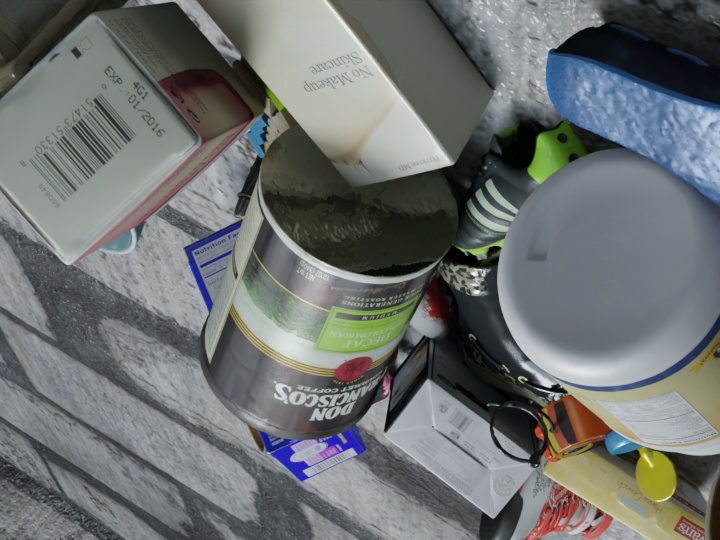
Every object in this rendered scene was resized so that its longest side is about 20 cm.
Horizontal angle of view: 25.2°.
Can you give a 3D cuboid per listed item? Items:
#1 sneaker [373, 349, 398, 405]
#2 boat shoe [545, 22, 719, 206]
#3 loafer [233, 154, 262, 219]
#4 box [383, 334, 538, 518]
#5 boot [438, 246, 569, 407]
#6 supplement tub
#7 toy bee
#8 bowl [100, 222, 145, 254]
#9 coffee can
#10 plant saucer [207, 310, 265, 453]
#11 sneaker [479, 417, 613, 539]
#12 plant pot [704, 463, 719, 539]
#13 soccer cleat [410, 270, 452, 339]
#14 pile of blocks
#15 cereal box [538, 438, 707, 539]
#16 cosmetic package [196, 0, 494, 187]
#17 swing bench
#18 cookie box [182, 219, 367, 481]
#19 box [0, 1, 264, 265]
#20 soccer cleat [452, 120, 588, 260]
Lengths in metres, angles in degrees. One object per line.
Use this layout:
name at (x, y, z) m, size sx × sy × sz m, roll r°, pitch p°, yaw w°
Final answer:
sneaker at (-0.001, 0.101, 1.572) m, size 0.095 × 0.080 × 0.200 m, roll 5°, pitch 155°, yaw -25°
boat shoe at (0.198, -0.091, 0.886) m, size 0.199 × 0.069 × 0.084 m, roll 35°, pitch 146°, yaw 20°
loafer at (-0.043, -0.015, 1.385) m, size 0.073 × 0.072 × 0.200 m, roll 7°, pitch 144°, yaw 49°
box at (0.085, 0.122, 1.348) m, size 0.116 × 0.060 × 0.200 m, roll 37°, pitch -170°, yaw -4°
boot at (0.145, 0.041, 1.214) m, size 0.203 × 0.074 × 0.154 m, roll 18°, pitch 148°, yaw 37°
supplement tub at (0.184, 0.028, 0.990) m, size 0.144 × 0.145 × 0.200 m, roll 21°, pitch 170°, yaw 35°
toy bee at (0.170, 0.095, 1.144) m, size 0.198 × 0.132 × 0.109 m, roll 8°, pitch 158°, yaw -13°
bowl at (-0.251, -0.119, 1.452) m, size 0.200 × 0.105 × 0.201 m, roll 32°, pitch 158°, yaw 15°
coffee can at (-0.028, 0.009, 1.181) m, size 0.146 × 0.146 × 0.201 m, roll 34°, pitch 138°, yaw 9°
plant saucer at (-0.116, 0.086, 1.644) m, size 0.200 × 0.035 × 0.202 m, roll 161°, pitch 90°, yaw -79°
sneaker at (0.168, 0.198, 1.374) m, size 0.108 × 0.202 × 0.067 m, roll 32°, pitch 113°, yaw -1°
plant pot at (0.363, 0.187, 1.066) m, size 0.200 × 0.187 × 0.186 m, roll 33°, pitch 163°, yaw -33°
soccer cleat at (0.000, 0.000, 1.331) m, size 0.068 × 0.085 × 0.200 m, roll 4°, pitch 141°, yaw 53°
pile of blocks at (-0.046, -0.127, 1.199) m, size 0.082 × 0.062 × 0.200 m, roll 46°, pitch 157°, yaw 23°
cereal box at (0.211, 0.168, 1.279) m, size 0.143 × 0.040 × 0.200 m, roll 31°, pitch -176°, yaw 3°
cosmetic package at (-0.015, -0.155, 1.047) m, size 0.103 × 0.073 × 0.200 m, roll -11°, pitch 128°, yaw 46°
swing bench at (-0.235, -0.204, 1.135) m, size 0.130 × 0.199 × 0.200 m, roll 39°, pitch 158°, yaw -3°
cookie box at (-0.075, 0.073, 1.441) m, size 0.171 × 0.075 × 0.201 m, roll 64°, pitch -178°, yaw -73°
box at (-0.160, -0.098, 1.093) m, size 0.109 × 0.128 × 0.200 m, roll 49°, pitch -166°, yaw -3°
soccer cleat at (0.107, -0.057, 1.103) m, size 0.082 × 0.067 × 0.200 m, roll 65°, pitch 158°, yaw -4°
